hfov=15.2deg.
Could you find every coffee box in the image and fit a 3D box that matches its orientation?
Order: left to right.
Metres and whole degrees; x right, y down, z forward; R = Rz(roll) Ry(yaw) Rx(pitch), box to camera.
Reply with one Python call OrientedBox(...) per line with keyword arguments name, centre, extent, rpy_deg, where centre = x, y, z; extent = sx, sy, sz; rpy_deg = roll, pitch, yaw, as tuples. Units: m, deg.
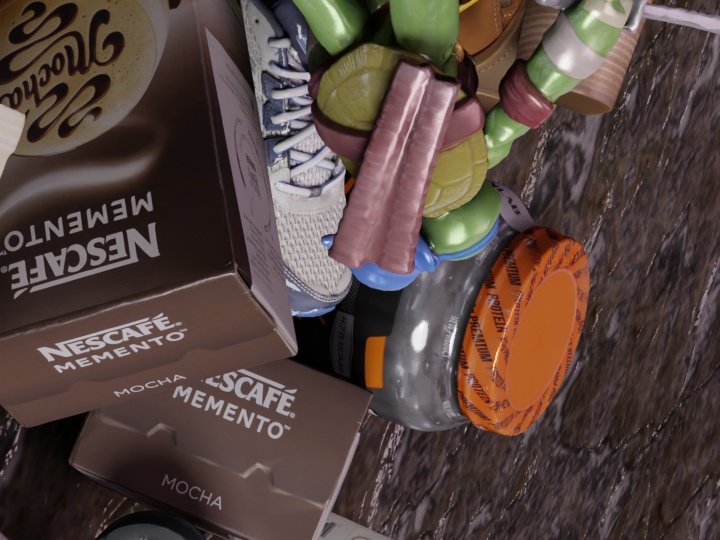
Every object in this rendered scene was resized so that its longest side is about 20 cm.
OrientedBox(name="coffee box", centre=(-0.100, -0.057, 1.010), extent=(0.080, 0.112, 0.201), rpy_deg=(57, 19, -62))
OrientedBox(name="coffee box", centre=(-0.061, 0.079, 1.228), extent=(0.200, 0.112, 0.080), rpy_deg=(106, 7, -83))

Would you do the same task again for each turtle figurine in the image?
OrientedBox(name="turtle figurine", centre=(0.030, -0.113, 1.031), extent=(0.200, 0.144, 0.194), rpy_deg=(-38, 134, -7))

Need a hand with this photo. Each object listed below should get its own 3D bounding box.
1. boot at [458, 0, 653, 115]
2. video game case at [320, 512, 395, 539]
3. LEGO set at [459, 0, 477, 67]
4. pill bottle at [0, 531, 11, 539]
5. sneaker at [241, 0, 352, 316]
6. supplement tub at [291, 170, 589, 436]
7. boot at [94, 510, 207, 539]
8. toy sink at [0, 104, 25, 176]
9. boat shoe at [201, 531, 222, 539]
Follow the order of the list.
OrientedBox(name="boot", centre=(0.084, -0.151, 1.267), extent=(0.073, 0.200, 0.156), rpy_deg=(20, 83, -30))
OrientedBox(name="video game case", centre=(-0.018, 0.205, 1.384), extent=(0.181, 0.199, 0.036), rpy_deg=(-45, 147, -43))
OrientedBox(name="LEGO set", centre=(-0.003, -0.187, 1.200), extent=(0.115, 0.201, 0.154), rpy_deg=(-32, 144, 15))
OrientedBox(name="pill bottle", centre=(-0.175, 0.164, 1.140), extent=(0.113, 0.112, 0.200), rpy_deg=(-63, 154, -15))
OrientedBox(name="sneaker", centre=(-0.036, -0.080, 1.129), extent=(0.077, 0.085, 0.201), rpy_deg=(-16, 90, -46))
OrientedBox(name="supplement tub", centre=(0.000, 0.000, 1.272), extent=(0.123, 0.199, 0.123), rpy_deg=(-43, 144, -44))
OrientedBox(name="boot", centre=(-0.068, 0.173, 1.179), extent=(0.163, 0.073, 0.200), rpy_deg=(-52, 141, -67))
OrientedBox(name="toy sink", centre=(-0.203, -0.039, 0.917), extent=(0.112, 0.130, 0.201), rpy_deg=(20, 89, -65))
OrientedBox(name="boat shoe", centre=(-0.044, 0.083, 1.410), extent=(0.202, 0.060, 0.072), rpy_deg=(-56, -171, -23))
